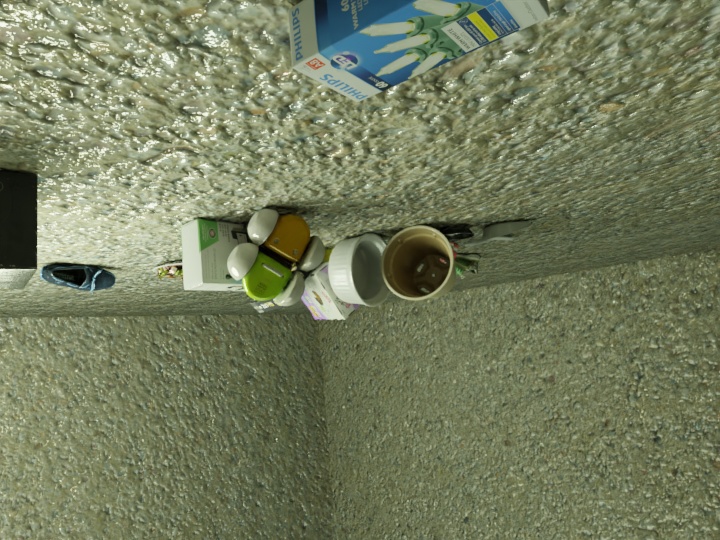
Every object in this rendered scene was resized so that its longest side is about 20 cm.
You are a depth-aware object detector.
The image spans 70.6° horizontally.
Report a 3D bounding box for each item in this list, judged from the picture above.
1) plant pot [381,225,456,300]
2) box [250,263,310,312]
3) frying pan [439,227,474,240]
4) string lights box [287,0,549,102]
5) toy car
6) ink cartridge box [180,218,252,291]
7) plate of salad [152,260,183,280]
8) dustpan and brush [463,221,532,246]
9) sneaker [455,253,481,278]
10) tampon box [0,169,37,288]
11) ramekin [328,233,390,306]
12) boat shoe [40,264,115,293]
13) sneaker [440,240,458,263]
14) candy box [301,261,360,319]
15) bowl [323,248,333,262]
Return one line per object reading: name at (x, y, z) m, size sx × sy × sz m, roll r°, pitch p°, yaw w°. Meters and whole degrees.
plant pot at (0.182, -0.004, 1.414) m, size 0.199 × 0.202 × 0.183 m, roll -9°, pitch 165°, yaw 22°
box at (-0.222, 0.029, 1.513) m, size 0.049 × 0.201 × 0.161 m, roll 46°, pitch 144°, yaw -22°
frying pan at (0.235, -0.096, 1.464) m, size 0.189 × 0.031 × 0.115 m, roll -9°, pitch 172°, yaw 40°
string lights box at (0.044, -0.221, 0.436) m, size 0.199 × 0.059 × 0.102 m, roll -12°, pitch 171°, yaw 36°
toy car at (-0.192, -0.032, 1.114) m, size 0.175 × 0.201 × 0.150 m, roll 32°, pitch 172°, yaw -27°
ink cartridge box at (-0.301, -0.030, 1.171) m, size 0.084 × 0.147 × 0.199 m, roll -15°, pitch 168°, yaw 40°
plate of salad at (-0.538, 0.005, 1.577) m, size 0.199 × 0.048 × 0.200 m, roll -6°, pitch 172°, yaw -1°
dustpan and brush at (0.375, -0.098, 1.446) m, size 0.199 × 0.058 × 0.139 m, roll -2°, pitch 171°, yaw -23°
sneaker at (0.368, -0.014, 1.897) m, size 0.199 × 0.089 × 0.077 m, roll -2°, pitch 171°, yaw -20°
tampon box at (-0.589, -0.057, 0.793) m, size 0.126 × 0.151 × 0.199 m, roll 1°, pitch 169°, yaw -39°
ramekin at (0.000, 0.000, 1.419) m, size 0.097 × 0.202 × 0.200 m, roll -3°, pitch 175°, yaw 38°
boat shoe at (-0.785, 0.027, 1.433) m, size 0.068 × 0.085 × 0.199 m, roll 2°, pitch 180°, yaw 37°
sneaker at (0.261, -0.047, 1.571) m, size 0.073 × 0.087 × 0.200 m, roll 2°, pitch 178°, yaw 26°
candy box at (-0.115, 0.066, 1.569) m, size 0.071 × 0.168 × 0.200 m, roll -39°, pitch -164°, yaw -28°
bowl at (-0.062, -0.002, 1.636) m, size 0.199 × 0.109 × 0.200 m, roll -5°, pitch 171°, yaw -1°
